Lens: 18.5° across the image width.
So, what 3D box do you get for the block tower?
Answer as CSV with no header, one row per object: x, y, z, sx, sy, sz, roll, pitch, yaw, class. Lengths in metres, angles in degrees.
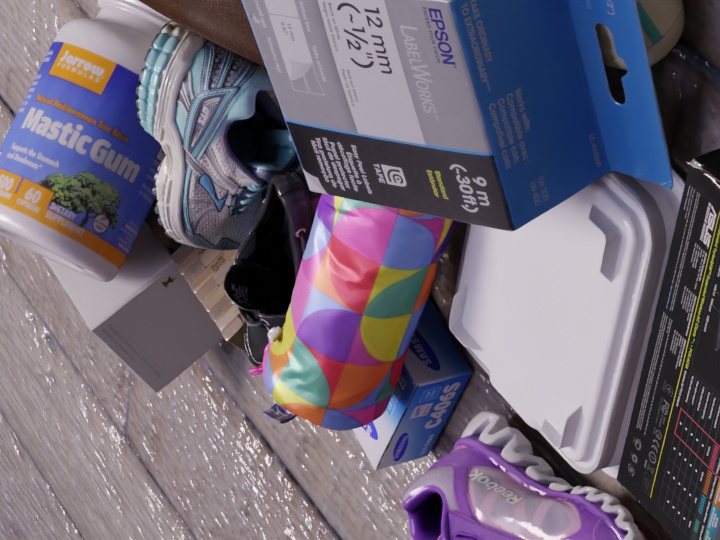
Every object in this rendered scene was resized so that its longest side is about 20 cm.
-0.106,-0.024,1.547,0.054,0.058,0.200,-44,53,8,block tower

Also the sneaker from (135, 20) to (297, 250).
-0.080,-0.066,1.366,0.086,0.078,0.200,20,154,19,sneaker

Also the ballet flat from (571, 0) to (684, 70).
0.089,-0.172,1.130,0.200,0.069,0.070,41,136,40,ballet flat

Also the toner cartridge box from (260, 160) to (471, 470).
-0.005,0.018,1.413,0.201,0.043,0.095,60,148,29,toner cartridge box

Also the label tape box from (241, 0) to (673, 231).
0.047,-0.097,1.106,0.199,0.066,0.144,14,138,36,label tape box

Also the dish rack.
0.106,0.004,1.207,0.172,0.043,0.201,48,142,41,dish rack

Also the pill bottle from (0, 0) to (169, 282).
-0.177,-0.104,1.525,0.112,0.112,0.201,14,77,59,pill bottle

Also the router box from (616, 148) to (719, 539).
0.202,0.060,1.032,0.150,0.062,0.201,48,141,43,router box

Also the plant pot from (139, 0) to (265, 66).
-0.033,-0.188,1.260,0.200,0.186,0.188,42,139,25,plant pot

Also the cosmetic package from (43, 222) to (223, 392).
-0.186,-0.019,1.644,0.200,0.085,0.108,53,-179,40,cosmetic package

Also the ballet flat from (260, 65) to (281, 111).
-0.071,-0.132,1.436,0.200,0.075,0.068,34,132,52,ballet flat

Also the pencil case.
0.000,0.000,1.286,0.088,0.088,0.201,49,129,40,pencil case

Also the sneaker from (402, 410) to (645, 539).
0.092,0.156,1.238,0.200,0.088,0.081,33,144,52,sneaker

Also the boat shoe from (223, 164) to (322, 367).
-0.052,0.002,1.377,0.075,0.066,0.200,63,148,22,boat shoe
